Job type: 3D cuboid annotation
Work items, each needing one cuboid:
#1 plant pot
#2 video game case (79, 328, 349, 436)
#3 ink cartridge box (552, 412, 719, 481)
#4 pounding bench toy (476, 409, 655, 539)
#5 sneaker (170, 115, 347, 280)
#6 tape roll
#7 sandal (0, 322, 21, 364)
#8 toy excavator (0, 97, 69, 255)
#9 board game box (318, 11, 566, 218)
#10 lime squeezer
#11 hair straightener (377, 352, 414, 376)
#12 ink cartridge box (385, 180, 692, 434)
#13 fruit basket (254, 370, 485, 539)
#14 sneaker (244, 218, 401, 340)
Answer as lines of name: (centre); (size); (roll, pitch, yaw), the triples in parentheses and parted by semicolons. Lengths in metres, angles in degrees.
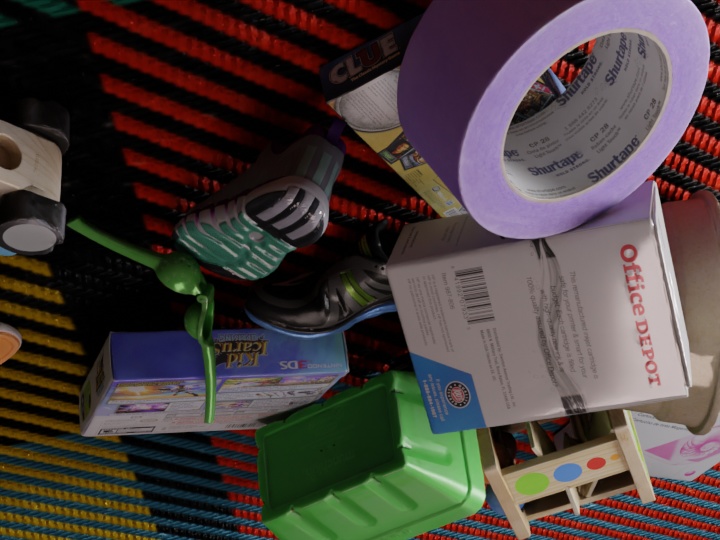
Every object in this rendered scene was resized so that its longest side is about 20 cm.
plant pot: (0.193, 0.032, 1.300); (0.182, 0.202, 0.201); (2, 146, -1)
video game case: (-0.131, 0.096, 1.354); (0.198, 0.046, 0.181); (-1, 161, -19)
ink cartridge box: (0.335, 0.152, 1.643); (0.195, 0.044, 0.200); (11, 142, -31)
pounding bench toy: (0.168, 0.135, 1.476); (0.155, 0.125, 0.201); (-18, 135, 10)
sneaker: (-0.069, -0.052, 1.171); (0.074, 0.088, 0.199); (36, 154, -22)
tape roll: (0.129, -0.125, 1.057); (0.199, 0.085, 0.201); (-21, 140, -19)
sandal: (-0.370, 0.105, 1.307); (0.206, 0.060, 0.079); (-26, 145, 20)
toy excavator: (-0.320, -0.053, 1.068); (0.194, 0.101, 0.199); (22, 142, -40)
board game box: (0.077, -0.115, 1.156); (0.135, 0.035, 0.200); (-25, 145, 18)
lime squeezer: (-0.142, 0.031, 1.213); (0.070, 0.038, 0.201); (-29, 111, 6)
hair straightener: (0.072, 0.065, 1.432); (0.199, 0.041, 0.077); (-32, 143, 33)
ink cartridge box: (0.136, 0.028, 1.172); (0.198, 0.084, 0.146); (-10, 112, 16)
fruit basket: (0.028, 0.177, 1.425); (0.213, 0.157, 0.216); (-5, 150, -3)
sneaker: (0.000, 0.000, 1.287); (0.198, 0.071, 0.083); (-12, 126, 3)
